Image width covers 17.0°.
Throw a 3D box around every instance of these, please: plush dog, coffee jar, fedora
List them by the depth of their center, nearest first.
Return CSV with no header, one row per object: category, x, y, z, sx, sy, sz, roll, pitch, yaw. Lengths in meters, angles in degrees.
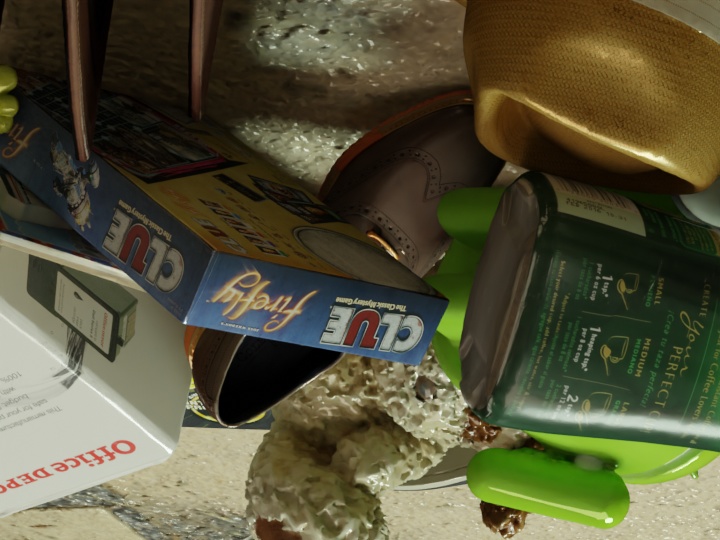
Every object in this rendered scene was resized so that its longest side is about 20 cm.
fedora,0.098,-0.081,0.966,0.200,0.082,0.201,16,168,3
coffee jar,0.147,0.029,1.001,0.199,0.105,0.085,13,-166,-12
plush dog,0.031,0.049,1.245,0.171,0.201,0.160,-4,-165,27

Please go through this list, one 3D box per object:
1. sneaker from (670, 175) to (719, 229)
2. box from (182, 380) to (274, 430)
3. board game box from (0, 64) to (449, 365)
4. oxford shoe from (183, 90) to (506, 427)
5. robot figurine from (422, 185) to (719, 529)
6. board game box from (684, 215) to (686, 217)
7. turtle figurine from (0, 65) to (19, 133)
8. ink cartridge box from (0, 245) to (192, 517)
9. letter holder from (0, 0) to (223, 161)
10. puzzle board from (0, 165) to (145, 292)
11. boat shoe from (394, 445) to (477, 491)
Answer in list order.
sneaker,0.211,-0.048,1.009,0.199,0.074,0.080,-4,179,39
box,-0.142,0.036,1.360,0.199,0.049,0.161,2,151,8
board game box,-0.072,-0.027,1.053,0.135,0.035,0.200,12,-162,-42
oxford shoe,0.000,0.000,1.128,0.071,0.073,0.200,38,106,-23
robot figurine,0.112,0.029,1.124,0.115,0.176,0.200,-2,157,41
board game box,0.255,-0.019,1.153,0.101,0.048,0.200,-16,147,40
turtle figurine,-0.219,-0.084,0.993,0.161,0.200,0.064,0,143,-50
ink cartridge box,-0.202,0.029,1.235,0.145,0.084,0.200,-20,133,32
letter holder,-0.105,-0.113,0.919,0.100,0.143,0.200,7,155,-2
puzzle board,-0.113,-0.031,1.106,0.150,0.017,0.200,20,-167,-24
boat shoe,0.066,0.105,1.436,0.199,0.073,0.063,-6,150,13
